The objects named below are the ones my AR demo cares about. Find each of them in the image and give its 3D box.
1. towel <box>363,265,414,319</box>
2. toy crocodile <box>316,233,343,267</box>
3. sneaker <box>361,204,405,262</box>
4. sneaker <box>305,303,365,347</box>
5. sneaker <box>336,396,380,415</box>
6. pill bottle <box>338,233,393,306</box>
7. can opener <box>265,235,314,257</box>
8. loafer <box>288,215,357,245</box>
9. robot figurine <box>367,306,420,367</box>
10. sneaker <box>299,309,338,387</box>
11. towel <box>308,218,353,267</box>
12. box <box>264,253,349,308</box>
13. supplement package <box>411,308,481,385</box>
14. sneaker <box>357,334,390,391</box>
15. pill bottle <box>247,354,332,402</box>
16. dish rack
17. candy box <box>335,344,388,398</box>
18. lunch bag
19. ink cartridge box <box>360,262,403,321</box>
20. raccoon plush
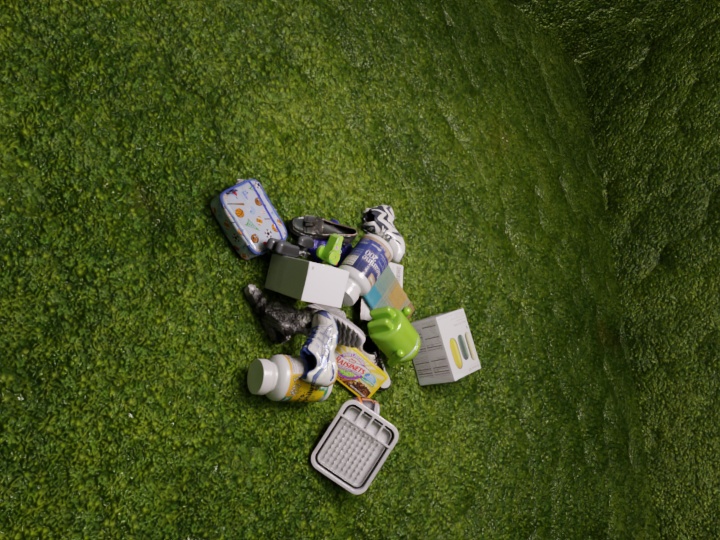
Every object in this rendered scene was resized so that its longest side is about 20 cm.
[{"bbox_3d":[0.083,0.090,1.590,0.147,0.022,0.201,-49,117,-36],"label":"towel"},{"bbox_3d":[-0.095,-0.007,1.457,0.062,0.067,0.201,21,88,-44],"label":"toy crocodile"},{"bbox_3d":[0.063,-0.119,1.675,0.129,0.079,0.201,-3,77,-41],"label":"sneaker"},{"bbox_3d":[-0.058,0.135,1.411,0.082,0.199,0.075,-25,136,-44],"label":"sneaker"},{"bbox_3d":[-0.021,0.444,1.418,0.111,0.078,0.201,19,66,-21],"label":"sneaker"},{"bbox_3d":[0.000,0.000,1.482,0.111,0.111,0.200,47,61,-19],"label":"pill bottle"},{"bbox_3d":[-0.187,-0.068,1.390,0.067,0.052,0.200,-72,163,6],"label":"can opener"},{"bbox_3d":[-0.103,-0.123,1.483,0.199,0.063,0.072,11,67,-26],"label":"loafer"},{"bbox_3d":[0.099,0.187,1.499,0.200,0.115,0.176,52,34,-35],"label":"robot figurine"},{"bbox_3d":[-0.107,0.184,1.284,0.088,0.075,0.201,17,52,-36],"label":"sneaker"},{"bbox_3d":[-0.066,-0.043,1.553,0.201,0.049,0.148,55,47,-12],"label":"towel"},{"bbox_3d":[-0.142,0.024,1.345,0.124,0.199,0.098,14,89,-37],"label":"box"},{"bbox_3d":[0.262,0.246,1.676,0.151,0.150,0.201,-11,83,-44],"label":"supplement package"},{"bbox_3d":[0.033,0.270,1.514,0.201,0.080,0.074,55,46,-15],"label":"sneaker"},{"bbox_3d":[-0.175,0.270,1.302,0.199,0.112,0.114,14,66,-39],"label":"pill bottle"},{"bbox_3d":[-0.016,0.456,1.358,0.171,0.044,0.201,34,83,-2],"label":"dish rack"},{"bbox_3d":[-0.022,0.276,1.459,0.200,0.026,0.102,43,90,-23],"label":"candy box"},{"bbox_3d":[-0.290,-0.141,1.372,0.160,0.075,0.201,-36,101,-45],"label":"lunch bag"},{"bbox_3d":[0.056,0.067,1.612,0.175,0.045,0.201,15,72,-39],"label":"ink cartridge box"},{"bbox_3d":[-0.191,0.094,1.356,0.134,0.097,0.201,-33,98,-40],"label":"raccoon plush"}]
